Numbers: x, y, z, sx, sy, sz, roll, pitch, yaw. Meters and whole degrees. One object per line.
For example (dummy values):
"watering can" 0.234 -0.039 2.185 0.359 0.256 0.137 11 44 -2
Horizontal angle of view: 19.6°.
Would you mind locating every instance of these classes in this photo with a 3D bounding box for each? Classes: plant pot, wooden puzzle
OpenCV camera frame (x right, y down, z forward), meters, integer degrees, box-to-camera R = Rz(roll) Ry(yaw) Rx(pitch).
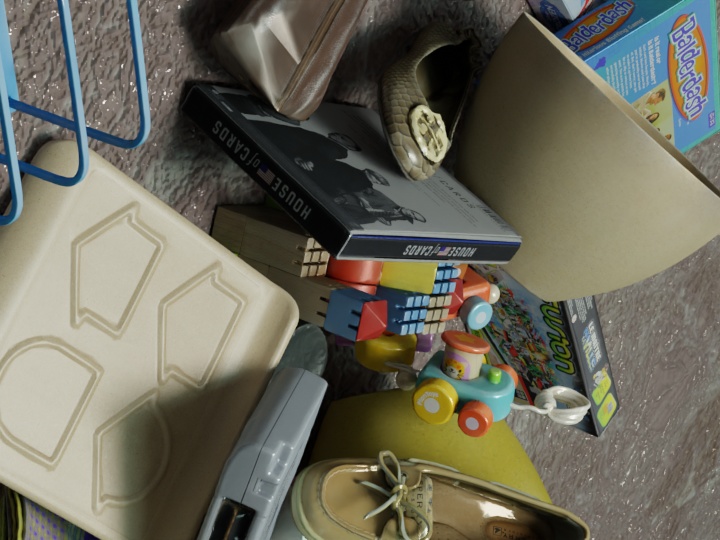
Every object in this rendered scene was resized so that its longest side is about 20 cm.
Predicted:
"plant pot" 0.039 0.154 1.468 0.199 0.199 0.143 -4 82 -55
"plant pot" 0.140 -0.059 1.420 0.135 0.200 0.200 -47 149 11
"wooden puzzle" -0.149 0.050 1.208 0.200 0.046 0.186 36 73 -34

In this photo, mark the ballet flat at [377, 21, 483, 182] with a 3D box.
"ballet flat" 0.050 -0.117 1.366 0.200 0.046 0.068 -66 137 -63

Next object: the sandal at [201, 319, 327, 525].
"sandal" -0.082 0.112 1.364 0.201 0.048 0.076 -50 141 -21

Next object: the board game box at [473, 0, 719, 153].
"board game box" 0.184 -0.124 1.577 0.199 0.045 0.153 -31 137 -18

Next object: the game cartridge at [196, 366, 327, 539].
"game cartridge" -0.075 0.161 1.250 0.133 0.041 0.201 -71 -178 -68

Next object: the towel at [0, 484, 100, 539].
"towel" -0.158 0.201 1.241 0.200 0.023 0.144 50 27 -47

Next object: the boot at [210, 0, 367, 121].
"boot" -0.003 -0.160 1.312 0.186 0.064 0.201 43 62 -41

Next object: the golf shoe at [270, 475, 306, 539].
"golf shoe" -0.089 0.222 1.368 0.091 0.075 0.201 1 123 -44

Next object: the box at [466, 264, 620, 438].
"box" 0.129 0.036 1.583 0.035 0.110 0.201 -50 142 -27

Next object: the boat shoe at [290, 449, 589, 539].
"boat shoe" 0.051 0.154 1.327 0.199 0.063 0.074 11 65 -28

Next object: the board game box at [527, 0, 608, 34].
"board game box" 0.167 -0.300 1.523 0.201 0.041 0.200 -60 146 -15

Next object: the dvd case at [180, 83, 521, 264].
"dvd case" -0.002 -0.058 1.307 0.199 0.150 0.025 3 126 -56

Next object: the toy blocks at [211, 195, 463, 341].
"toy blocks" 0.000 0.000 1.348 0.199 0.136 0.101 -4 110 -55

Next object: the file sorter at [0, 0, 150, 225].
"file sorter" -0.211 -0.088 1.005 0.200 0.122 0.140 -37 135 -41

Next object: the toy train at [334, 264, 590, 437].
"toy train" 0.069 0.039 1.445 0.149 0.200 0.056 -9 122 -28
